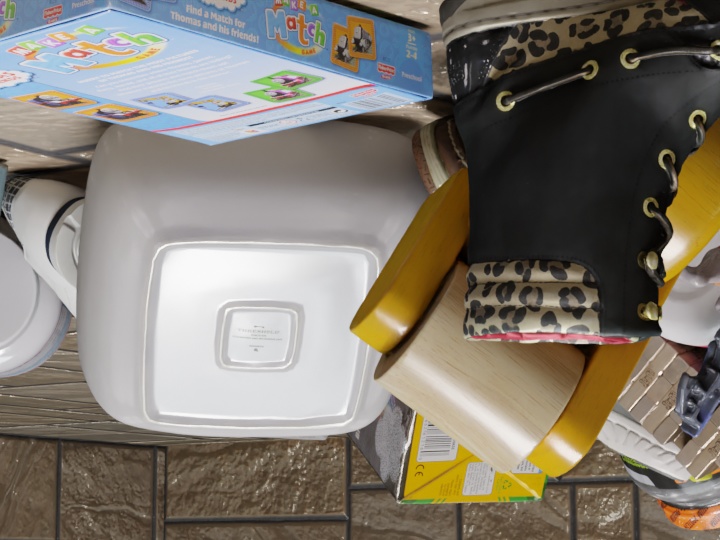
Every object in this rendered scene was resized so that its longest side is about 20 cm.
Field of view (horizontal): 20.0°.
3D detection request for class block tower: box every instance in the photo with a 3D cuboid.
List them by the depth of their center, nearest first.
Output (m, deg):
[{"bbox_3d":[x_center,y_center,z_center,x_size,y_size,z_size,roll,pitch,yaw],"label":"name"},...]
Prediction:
[{"bbox_3d":[0.174,0.047,1.300,0.054,0.200,0.058,-52,161,22],"label":"block tower"}]

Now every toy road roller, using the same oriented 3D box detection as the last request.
[{"bbox_3d":[0.100,-0.015,0.957,0.122,0.201,0.146,35,157,-6],"label":"toy road roller"}]

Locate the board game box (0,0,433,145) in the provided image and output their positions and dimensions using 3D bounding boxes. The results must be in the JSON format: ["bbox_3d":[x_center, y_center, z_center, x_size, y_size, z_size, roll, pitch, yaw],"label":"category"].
[{"bbox_3d":[-0.087,-0.098,0.920,0.150,0.037,0.199,-8,169,41],"label":"board game box"}]

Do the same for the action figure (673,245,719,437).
[{"bbox_3d":[0.243,0.014,1.139,0.193,0.201,0.104,26,-174,-43],"label":"action figure"}]

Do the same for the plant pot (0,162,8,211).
[{"bbox_3d":[-0.350,0.032,1.242,0.195,0.202,0.195,9,169,-43],"label":"plant pot"}]

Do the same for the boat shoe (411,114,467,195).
[{"bbox_3d":[0.106,-0.056,1.144,0.075,0.075,0.202,-31,156,25],"label":"boat shoe"}]

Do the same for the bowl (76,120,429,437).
[{"bbox_3d":[-0.059,0.016,1.150,0.198,0.201,0.075,2,-145,-11],"label":"bowl"}]

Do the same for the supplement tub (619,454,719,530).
[{"bbox_3d":[0.227,0.078,1.465,0.122,0.201,0.123,-22,-157,10],"label":"supplement tub"}]

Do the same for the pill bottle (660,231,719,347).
[{"bbox_3d":[0.259,-0.001,1.302,0.112,0.114,0.199,-7,168,40],"label":"pill bottle"}]

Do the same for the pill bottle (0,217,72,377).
[{"bbox_3d":[-0.259,0.019,1.421,0.108,0.110,0.200,1,175,-5],"label":"pill bottle"}]

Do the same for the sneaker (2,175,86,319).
[{"bbox_3d":[-0.165,0.008,1.340,0.080,0.077,0.201,22,154,36],"label":"sneaker"}]

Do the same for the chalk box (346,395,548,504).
[{"bbox_3d":[0.058,0.076,1.546,0.123,0.126,0.200,1,-158,-21],"label":"chalk box"}]

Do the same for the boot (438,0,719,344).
[{"bbox_3d":[0.133,-0.047,0.857,0.201,0.155,0.073,-1,172,12],"label":"boot"}]

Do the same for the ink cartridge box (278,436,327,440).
[{"bbox_3d":[-0.066,0.045,1.500,0.083,0.146,0.200,1,171,2],"label":"ink cartridge box"}]

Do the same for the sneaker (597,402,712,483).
[{"bbox_3d":[0.159,0.066,1.373,0.199,0.085,0.074,27,-177,9],"label":"sneaker"}]
